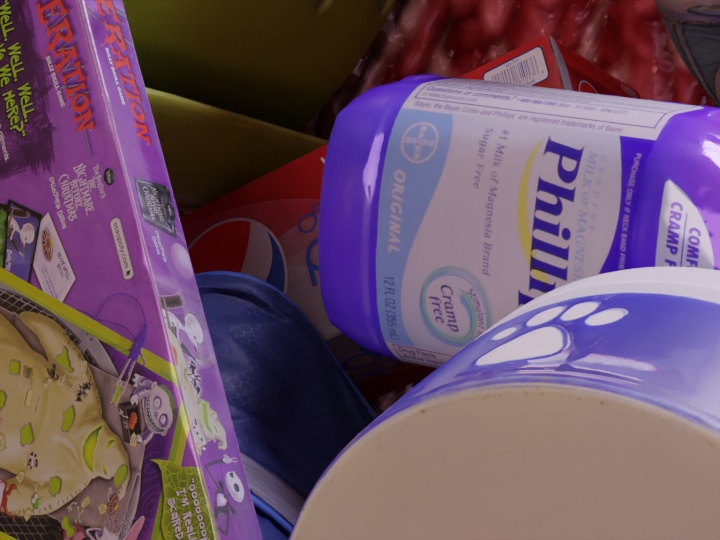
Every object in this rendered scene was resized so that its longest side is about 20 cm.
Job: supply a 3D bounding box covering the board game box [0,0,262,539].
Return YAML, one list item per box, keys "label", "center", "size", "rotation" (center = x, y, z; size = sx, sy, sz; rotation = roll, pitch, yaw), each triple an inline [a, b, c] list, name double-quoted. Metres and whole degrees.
- label: "board game box"
  center: [-0.102, 0.014, 0.750]
  size: [0.119, 0.032, 0.201]
  rotation: [-25, 70, 27]

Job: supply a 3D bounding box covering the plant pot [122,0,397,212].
- label: "plant pot"
  center: [-0.098, -0.119, 0.890]
  size: [0.198, 0.200, 0.183]
  rotation: [11, 89, 31]

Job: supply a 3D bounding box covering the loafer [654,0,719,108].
- label: "loafer"
  center: [0.172, -0.098, 0.767]
  size: [0.199, 0.063, 0.072]
  rotation: [-27, 29, 35]

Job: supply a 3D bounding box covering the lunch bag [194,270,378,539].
- label: "lunch bag"
  center: [-0.085, 0.111, 0.824]
  size: [0.199, 0.136, 0.133]
  rotation: [-26, 29, 24]

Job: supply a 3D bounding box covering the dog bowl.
- label: "dog bowl"
  center: [0.078, 0.106, 0.690]
  size: [0.199, 0.079, 0.202]
  rotation: [13, 116, 29]

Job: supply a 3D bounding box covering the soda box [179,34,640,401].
- label: "soda box"
  center: [0.000, 0.000, 0.868]
  size: [0.199, 0.070, 0.064]
  rotation: [-24, 66, 24]

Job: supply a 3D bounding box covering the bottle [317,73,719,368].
- label: "bottle"
  center: [0.083, -0.004, 0.735]
  size: [0.199, 0.065, 0.084]
  rotation: [10, 103, 32]
